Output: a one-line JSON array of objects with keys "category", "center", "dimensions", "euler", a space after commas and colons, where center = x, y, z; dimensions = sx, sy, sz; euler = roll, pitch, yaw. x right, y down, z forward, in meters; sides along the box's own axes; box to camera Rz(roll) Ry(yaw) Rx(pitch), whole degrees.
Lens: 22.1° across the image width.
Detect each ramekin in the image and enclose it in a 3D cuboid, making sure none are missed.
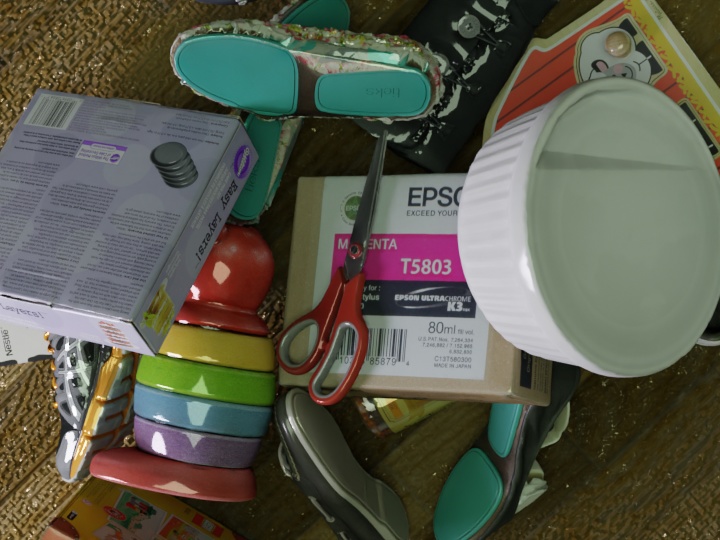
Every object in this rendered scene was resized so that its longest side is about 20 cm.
[{"category": "ramekin", "center": [0.155, -0.028, 1.272], "dimensions": [0.201, 0.094, 0.204], "euler": [3, 85, -37]}]

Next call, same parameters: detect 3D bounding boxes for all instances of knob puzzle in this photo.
[{"category": "knob puzzle", "center": [0.172, -0.097, 1.379], "dimensions": [0.218, 0.030, 0.221], "euler": [-5, 77, 21]}]

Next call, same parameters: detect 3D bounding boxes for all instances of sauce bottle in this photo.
[{"category": "sauce bottle", "center": [0.086, 0.061, 1.437], "dimensions": [0.199, 0.066, 0.066], "euler": [-30, 95, 8]}]

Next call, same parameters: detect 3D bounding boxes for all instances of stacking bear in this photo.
[{"category": "stacking bear", "center": [-0.115, 0.063, 1.375], "dimensions": [0.113, 0.121, 0.202], "euler": [10, 90, 33]}]

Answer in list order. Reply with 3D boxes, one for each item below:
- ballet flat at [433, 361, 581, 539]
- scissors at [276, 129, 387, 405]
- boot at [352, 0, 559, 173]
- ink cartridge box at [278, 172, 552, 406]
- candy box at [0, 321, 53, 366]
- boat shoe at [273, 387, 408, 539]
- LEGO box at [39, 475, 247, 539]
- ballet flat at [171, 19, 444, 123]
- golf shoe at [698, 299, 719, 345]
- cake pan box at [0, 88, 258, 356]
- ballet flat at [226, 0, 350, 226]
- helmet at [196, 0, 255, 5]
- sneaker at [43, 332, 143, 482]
[{"category": "ballet flat", "center": [0.121, 0.145, 1.434], "dimensions": [0.068, 0.068, 0.201], "euler": [2, 129, -27]}, {"category": "scissors", "center": [0.000, 0.000, 1.349], "dimensions": [0.073, 0.014, 0.201], "euler": [28, 94, 34]}, {"category": "boot", "center": [0.050, -0.195, 1.405], "dimensions": [0.164, 0.066, 0.200], "euler": [36, 105, 1]}, {"category": "ink cartridge box", "center": [0.045, 0.013, 1.372], "dimensions": [0.199, 0.075, 0.166], "euler": [0, 80, 29]}, {"category": "candy box", "center": [-0.217, -0.006, 1.453], "dimensions": [0.198, 0.061, 0.137], "euler": [-9, 99, 7]}, {"category": "boat shoe", "center": [-0.027, 0.164, 1.420], "dimensions": [0.057, 0.067, 0.200], "euler": [-20, 136, 17]}, {"category": "LEGO box", "center": [-0.170, 0.236, 1.416], "dimensions": [0.148, 0.200, 0.077], "euler": [30, 99, 0]}, {"category": "ballet flat", "center": [-0.037, -0.148, 1.348], "dimensions": [0.198, 0.064, 0.076], "euler": [10, 121, -1]}, {"category": "golf shoe", "center": [0.209, -0.011, 1.399], "dimensions": [0.199, 0.097, 0.079], "euler": [31, 102, 1]}, {"category": "cake pan box", "center": [-0.199, -0.041, 1.350], "dimensions": [0.199, 0.052, 0.185], "euler": [9, 58, 26]}, {"category": "ballet flat", "center": [-0.075, -0.129, 1.416], "dimensions": [0.075, 0.064, 0.201], "euler": [30, 83, -30]}, {"category": "helmet", "center": [-0.102, -0.296, 1.332], "dimensions": [0.199, 0.201, 0.191], "euler": [-23, 133, 8]}, {"category": "sneaker", "center": [-0.205, 0.063, 1.403], "dimensions": [0.077, 0.078, 0.201], "euler": [17, 100, 14]}]
